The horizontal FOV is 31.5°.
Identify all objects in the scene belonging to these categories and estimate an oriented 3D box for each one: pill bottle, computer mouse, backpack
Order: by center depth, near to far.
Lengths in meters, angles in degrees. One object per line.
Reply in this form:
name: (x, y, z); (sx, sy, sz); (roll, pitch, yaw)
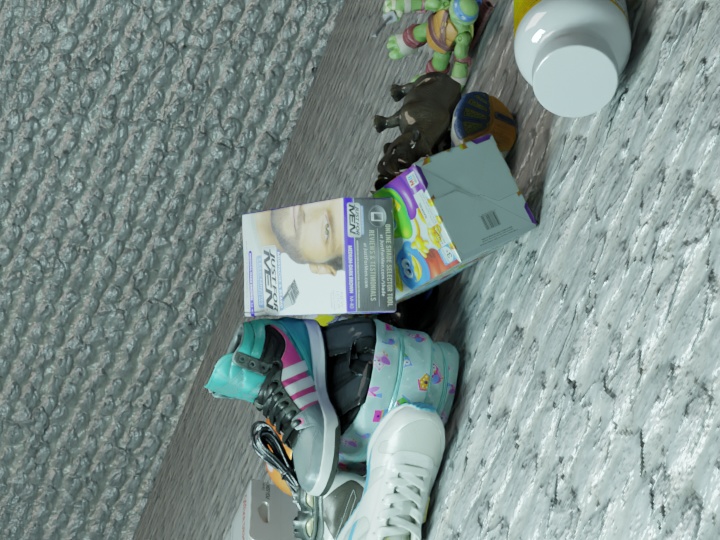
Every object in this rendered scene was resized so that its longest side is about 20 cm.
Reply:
pill bottle: (0.191, -0.225, 1.159); (0.201, 0.104, 0.104); (-82, 17, -49)
backpack: (0.014, 0.125, 1.315); (0.200, 0.126, 0.168); (134, 142, -60)
computer mouse: (-0.014, 0.186, 1.417); (0.200, 0.141, 0.046); (-30, -5, -38)

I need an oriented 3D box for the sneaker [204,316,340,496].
sneaker: (-0.090, 0.125, 1.246); (0.084, 0.120, 0.201); (121, 148, -42)

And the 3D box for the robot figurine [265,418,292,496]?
robot figurine: (-0.059, 0.193, 1.544); (0.200, 0.116, 0.144); (-92, 24, -54)

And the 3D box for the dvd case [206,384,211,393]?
dvd case: (-0.075, 0.107, 1.582); (0.199, 0.148, 0.016); (-20, 88, 38)

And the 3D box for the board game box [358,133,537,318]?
board game box: (0.062, -0.040, 1.265); (0.105, 0.103, 0.200); (-23, -6, -34)

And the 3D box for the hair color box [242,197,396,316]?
hair color box: (-0.045, -0.010, 1.262); (0.200, 0.065, 0.110); (-5, 86, 55)

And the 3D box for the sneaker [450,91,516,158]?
sneaker: (0.116, -0.107, 1.373); (0.088, 0.075, 0.201); (123, 164, -47)

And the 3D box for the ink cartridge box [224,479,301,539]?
ink cartridge box: (-0.141, 0.397, 1.654); (0.147, 0.082, 0.201); (-97, 29, -65)

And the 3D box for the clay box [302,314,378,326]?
clay box: (0.000, 0.000, 1.463); (0.200, 0.047, 0.116); (-28, 47, 60)

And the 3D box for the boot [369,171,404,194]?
boot: (0.046, -0.106, 1.692); (0.200, 0.075, 0.074); (166, 122, -77)

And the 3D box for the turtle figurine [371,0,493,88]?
turtle figurine: (0.077, -0.290, 1.699); (0.194, 0.143, 0.201); (141, 151, -75)

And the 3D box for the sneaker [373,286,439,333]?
sneaker: (0.051, 0.019, 1.489); (0.112, 0.073, 0.201); (-54, 26, 39)

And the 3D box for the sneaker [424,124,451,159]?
sneaker: (0.099, -0.093, 1.464); (0.089, 0.077, 0.201); (98, -169, -63)

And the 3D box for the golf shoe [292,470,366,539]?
golf shoe: (-0.016, 0.297, 1.293); (0.078, 0.094, 0.201); (-63, -27, -67)

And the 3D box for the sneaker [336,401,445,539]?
sneaker: (0.036, 0.221, 1.205); (0.081, 0.076, 0.201); (-126, 51, -66)

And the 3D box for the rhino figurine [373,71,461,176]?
rhino figurine: (0.061, -0.158, 1.396); (0.087, 0.060, 0.200); (-16, 28, 25)
